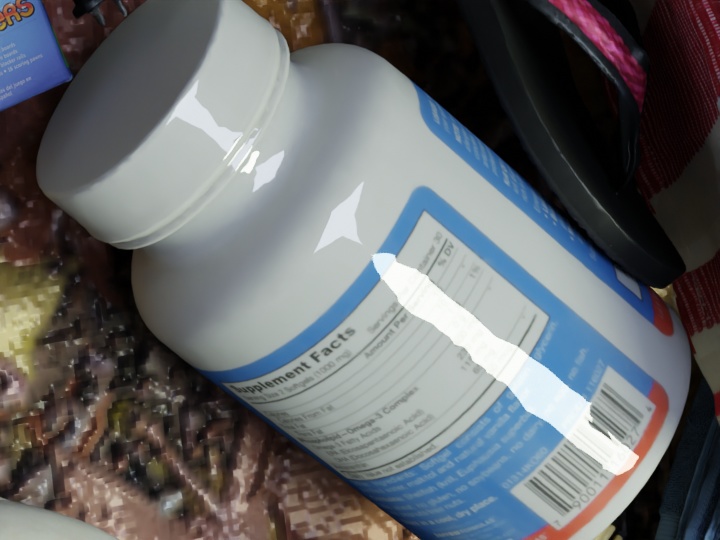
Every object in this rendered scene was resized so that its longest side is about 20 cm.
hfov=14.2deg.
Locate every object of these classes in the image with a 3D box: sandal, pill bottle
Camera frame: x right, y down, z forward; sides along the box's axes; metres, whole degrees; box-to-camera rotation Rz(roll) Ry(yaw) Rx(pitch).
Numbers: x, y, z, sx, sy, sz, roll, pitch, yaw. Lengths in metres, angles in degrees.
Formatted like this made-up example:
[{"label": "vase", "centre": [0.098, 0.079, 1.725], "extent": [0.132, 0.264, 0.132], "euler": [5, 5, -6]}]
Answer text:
[{"label": "sandal", "centre": [0.059, -0.088, 0.921], "extent": [0.045, 0.075, 0.201], "euler": [-28, 82, 15]}, {"label": "pill bottle", "centre": [0.000, 0.000, 0.897], "extent": [0.200, 0.112, 0.112], "euler": [40, 72, -26]}]

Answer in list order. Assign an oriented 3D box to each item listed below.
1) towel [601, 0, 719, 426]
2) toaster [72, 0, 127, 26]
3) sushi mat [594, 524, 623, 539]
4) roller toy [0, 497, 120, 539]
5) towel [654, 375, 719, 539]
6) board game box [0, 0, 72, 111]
[{"label": "towel", "centre": [0.116, -0.011, 0.926], "extent": [0.023, 0.144, 0.201], "euler": [-14, 79, -6]}, {"label": "toaster", "centre": [-0.057, -0.187, 0.855], "extent": [0.129, 0.114, 0.201], "euler": [-25, 102, -31]}, {"label": "sushi mat", "centre": [0.032, 0.167, 0.979], "extent": [0.096, 0.012, 0.200], "euler": [46, 69, -25]}, {"label": "roller toy", "centre": [-0.129, 0.152, 0.804], "extent": [0.200, 0.140, 0.183], "euler": [-19, 101, -29]}, {"label": "towel", "centre": [0.152, 0.109, 1.019], "extent": [0.111, 0.048, 0.201], "euler": [30, 70, -33]}, {"label": "board game box", "centre": [-0.193, -0.079, 0.817], "extent": [0.200, 0.034, 0.136], "euler": [-26, 104, -28]}]
